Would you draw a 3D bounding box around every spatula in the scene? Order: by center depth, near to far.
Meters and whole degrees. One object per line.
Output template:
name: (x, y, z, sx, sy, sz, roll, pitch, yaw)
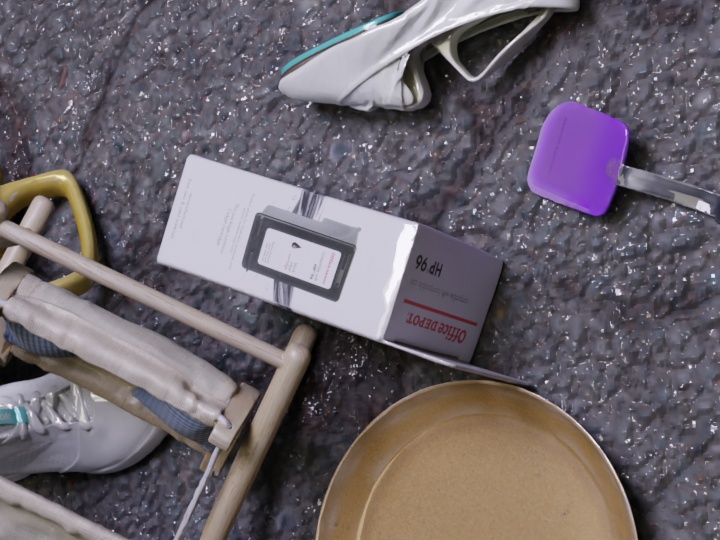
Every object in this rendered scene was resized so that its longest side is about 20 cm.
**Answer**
spatula: (0.176, -0.040, 0.805, 0.199, 0.020, 0.057, 23, 106, 29)

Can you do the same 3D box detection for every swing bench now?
swing bench: (-0.154, 0.089, 0.871, 0.197, 0.130, 0.202, 25, 93, 0)

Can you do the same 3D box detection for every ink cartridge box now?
ink cartridge box: (0.000, 0.000, 0.848, 0.199, 0.116, 0.069, 19, 91, 30)

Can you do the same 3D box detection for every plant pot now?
plant pot: (0.065, 0.162, 0.834, 0.198, 0.027, 0.202, -6, 78, 30)

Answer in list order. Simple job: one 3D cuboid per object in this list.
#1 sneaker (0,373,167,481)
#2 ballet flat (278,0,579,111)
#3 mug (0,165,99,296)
sneaker: (-0.209, 0.098, 0.971, 0.198, 0.088, 0.076, -20, 70, 26)
ballet flat: (0.041, -0.132, 0.884, 0.199, 0.069, 0.070, -27, 69, 23)
mug: (-0.283, -0.003, 0.984, 0.186, 0.149, 0.154, -31, 57, 17)
